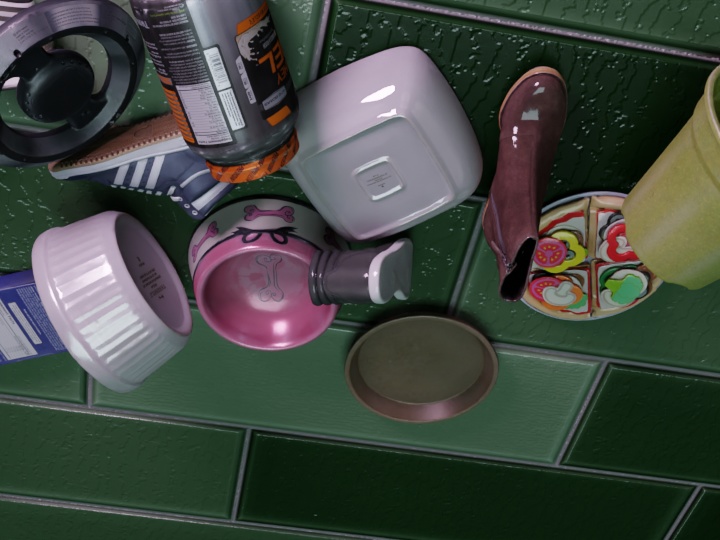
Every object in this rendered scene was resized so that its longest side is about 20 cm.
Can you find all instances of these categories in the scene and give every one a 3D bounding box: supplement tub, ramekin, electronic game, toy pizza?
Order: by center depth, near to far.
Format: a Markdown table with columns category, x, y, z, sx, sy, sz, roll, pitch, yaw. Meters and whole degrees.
| category | x | y | z | sx | sy | sz | roll | pitch | yaw |
| --- | --- | --- | --- | --- | --- | --- | --- | --- | --- |
| supplement tub | -0.132 | -0.194 | 1.045 | 0.122 | 0.123 | 0.201 | -12 | 123 | 10 |
| electronic game | -0.298 | -0.181 | 1.059 | 0.199 | 0.042 | 0.200 | -34 | 155 | -18 |
| ramekin | -0.268 | 0.025 | 1.213 | 0.094 | 0.203 | 0.203 | -29 | 126 | 8 |
| toy pizza | 0.272 | -0.008 | 1.281 | 0.199 | 0.032 | 0.201 | 0 | 131 | 0 |

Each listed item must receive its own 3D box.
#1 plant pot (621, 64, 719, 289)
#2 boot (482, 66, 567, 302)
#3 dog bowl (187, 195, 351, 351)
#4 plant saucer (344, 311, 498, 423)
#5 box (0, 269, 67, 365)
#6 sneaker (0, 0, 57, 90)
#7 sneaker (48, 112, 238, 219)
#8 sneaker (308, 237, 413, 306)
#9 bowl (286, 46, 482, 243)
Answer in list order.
| category | x | y | z | sx | sy | sz | roll | pitch | yaw |
| --- | --- | --- | --- | --- | --- | --- | --- | --- | --- |
| plant pot | 0.378 | -0.080 | 1.129 | 0.199 | 0.201 | 0.184 | 21 | 140 | -18 |
| boot | 0.176 | -0.088 | 1.120 | 0.072 | 0.167 | 0.201 | 8 | 131 | -7 |
| dog bowl | -0.107 | 0.013 | 1.275 | 0.198 | 0.074 | 0.201 | 0 | 132 | 0 |
| plant saucer | 0.078 | 0.122 | 1.399 | 0.198 | 0.030 | 0.201 | 0 | 132 | 0 |
| box | -0.412 | 0.057 | 1.342 | 0.199 | 0.033 | 0.122 | -11 | 131 | 12 |
| sneaker | -0.405 | -0.230 | 1.075 | 0.199 | 0.076 | 0.116 | -14 | 123 | 1 |
| sneaker | -0.229 | -0.103 | 1.175 | 0.199 | 0.070 | 0.109 | -13 | 128 | 8 |
| sneaker | 0.000 | 0.000 | 1.215 | 0.098 | 0.200 | 0.071 | 2 | 96 | 16 |
| bowl | 0.021 | -0.118 | 1.159 | 0.199 | 0.075 | 0.200 | -23 | 128 | 17 |
